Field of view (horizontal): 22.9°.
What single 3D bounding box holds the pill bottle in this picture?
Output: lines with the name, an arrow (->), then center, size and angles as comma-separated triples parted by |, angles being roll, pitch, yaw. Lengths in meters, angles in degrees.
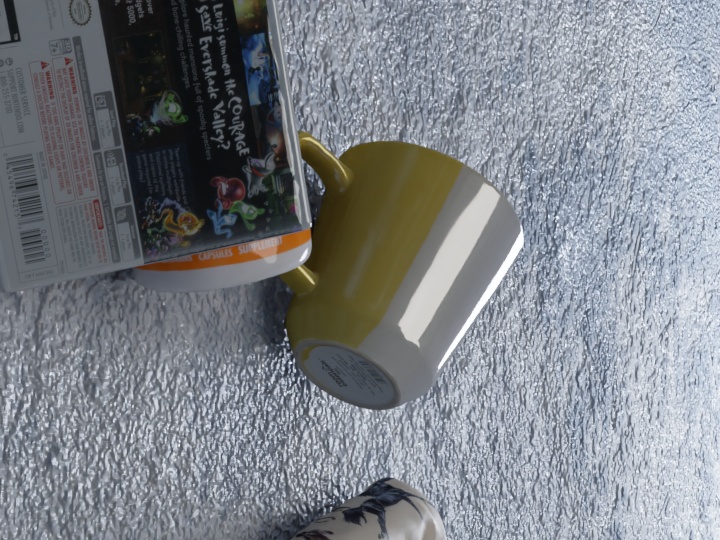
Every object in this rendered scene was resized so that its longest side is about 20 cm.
pill bottle -> -0.097, -0.095, 1.065 | 0.113, 0.112, 0.201 | -29, 113, -59

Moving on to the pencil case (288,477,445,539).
pencil case -> -0.009, 0.213, 1.248 | 0.200, 0.077, 0.090 | -25, 123, -60

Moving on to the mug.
mug -> 0.004, 0.006, 1.263 | 0.150, 0.186, 0.154 | 105, 11, -61

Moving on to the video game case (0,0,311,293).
video game case -> -0.128, -0.103, 0.980 | 0.181, 0.023, 0.201 | -12, 102, -17
